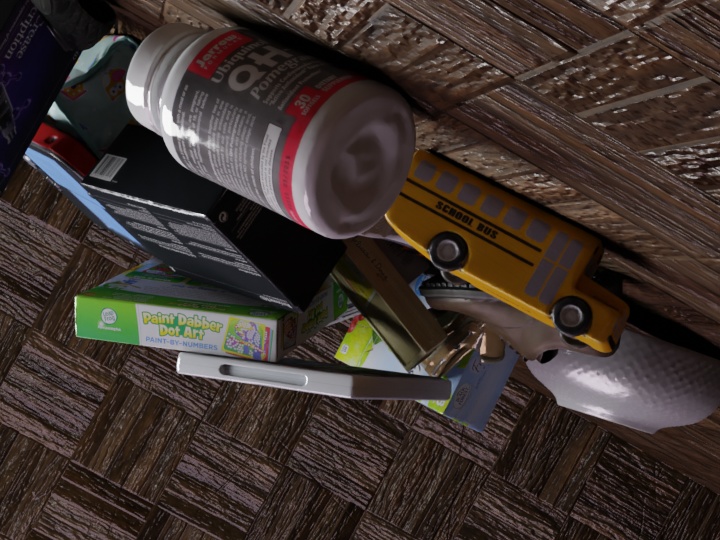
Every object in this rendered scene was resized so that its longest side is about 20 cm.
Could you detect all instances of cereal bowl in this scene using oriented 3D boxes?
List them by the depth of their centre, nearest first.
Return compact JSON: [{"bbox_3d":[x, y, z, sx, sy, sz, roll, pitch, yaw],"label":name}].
[{"bbox_3d":[0.241,0.100,1.544,0.200,0.083,0.200,17,178,1],"label":"cereal bowl"}]

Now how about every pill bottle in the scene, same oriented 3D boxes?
[{"bbox_3d":[-0.069,-0.106,1.155,0.200,0.111,0.111,26,175,35],"label":"pill bottle"}]

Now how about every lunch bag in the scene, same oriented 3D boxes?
[{"bbox_3d":[-0.226,-0.133,1.658,0.200,0.122,0.170,51,169,-19],"label":"lunch bag"}]

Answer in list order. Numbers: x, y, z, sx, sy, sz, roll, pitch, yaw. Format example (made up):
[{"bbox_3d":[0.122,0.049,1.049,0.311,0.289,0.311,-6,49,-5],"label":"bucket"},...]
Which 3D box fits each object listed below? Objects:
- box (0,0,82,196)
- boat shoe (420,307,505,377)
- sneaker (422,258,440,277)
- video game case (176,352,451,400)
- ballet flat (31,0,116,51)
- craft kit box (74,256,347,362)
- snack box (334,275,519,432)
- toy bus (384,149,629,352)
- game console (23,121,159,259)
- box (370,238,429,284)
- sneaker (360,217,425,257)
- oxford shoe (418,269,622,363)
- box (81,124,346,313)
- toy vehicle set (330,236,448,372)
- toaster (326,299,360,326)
[{"bbox_3d":[-0.328,-0.176,1.454,0.079,0.200,0.141,28,177,14],"label":"box"},{"bbox_3d":[0.118,0.050,1.564,0.200,0.072,0.076,-36,76,53],"label":"boat shoe"},{"bbox_3d":[0.078,-0.015,1.615,0.090,0.067,0.200,32,174,-9],"label":"sneaker"},{"bbox_3d":[-0.038,0.097,1.512,0.182,0.023,0.200,6,178,28],"label":"video game case"},{"bbox_3d":[-0.243,-0.234,1.346,0.067,0.057,0.200,54,174,9],"label":"ballet flat"},{"bbox_3d":[-0.135,0.031,1.558,0.200,0.049,0.197,6,-169,18],"label":"craft kit box"},{"bbox_3d":[0.083,0.054,1.714,0.068,0.169,0.200,27,177,-38],"label":"snack box"},{"bbox_3d":[0.116,-0.012,1.271,0.200,0.078,0.065,28,175,16],"label":"toy bus"},{"bbox_3d":[-0.270,-0.080,1.621,0.200,0.031,0.177,26,159,53],"label":"game console"},{"bbox_3d":[-0.016,-0.057,1.568,0.144,0.036,0.200,56,167,-14],"label":"box"},{"bbox_3d":[0.026,-0.052,1.423,0.200,0.078,0.112,30,175,-8],"label":"sneaker"},{"bbox_3d":[0.131,0.040,1.405,0.200,0.085,0.073,10,-154,42],"label":"oxford shoe"},{"bbox_3d":[-0.131,-0.048,1.460,0.200,0.079,0.141,16,153,48],"label":"box"},{"bbox_3d":[0.000,0.000,1.519,0.200,0.026,0.124,52,168,4],"label":"toy vehicle set"},{"bbox_3d":[-0.070,-0.008,1.723,0.114,0.200,0.129,19,124,63],"label":"toaster"}]
